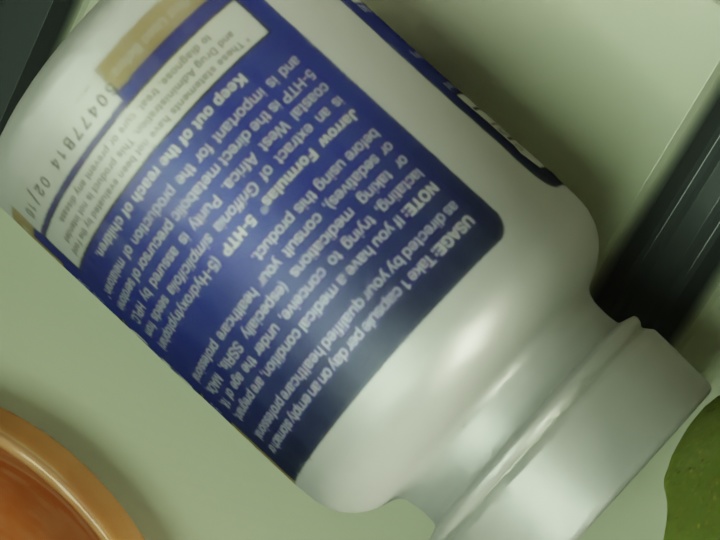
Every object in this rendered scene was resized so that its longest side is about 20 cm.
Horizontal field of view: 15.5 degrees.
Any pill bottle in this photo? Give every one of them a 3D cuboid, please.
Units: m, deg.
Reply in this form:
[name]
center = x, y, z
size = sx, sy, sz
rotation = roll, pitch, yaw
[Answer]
[pill bottle]
center = 0.000, 0.000, 0.778
size = 0.200, 0.120, 0.120
rotation = 43, 123, 7

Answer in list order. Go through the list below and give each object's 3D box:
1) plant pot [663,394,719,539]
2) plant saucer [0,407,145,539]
[plant pot]
center = 0.185, 0.072, 0.688
size = 0.190, 0.200, 0.201
rotation = -18, 101, 45
[plant saucer]
center = -0.146, 0.134, 0.963
size = 0.200, 0.032, 0.201
rotation = 11, 115, 25
